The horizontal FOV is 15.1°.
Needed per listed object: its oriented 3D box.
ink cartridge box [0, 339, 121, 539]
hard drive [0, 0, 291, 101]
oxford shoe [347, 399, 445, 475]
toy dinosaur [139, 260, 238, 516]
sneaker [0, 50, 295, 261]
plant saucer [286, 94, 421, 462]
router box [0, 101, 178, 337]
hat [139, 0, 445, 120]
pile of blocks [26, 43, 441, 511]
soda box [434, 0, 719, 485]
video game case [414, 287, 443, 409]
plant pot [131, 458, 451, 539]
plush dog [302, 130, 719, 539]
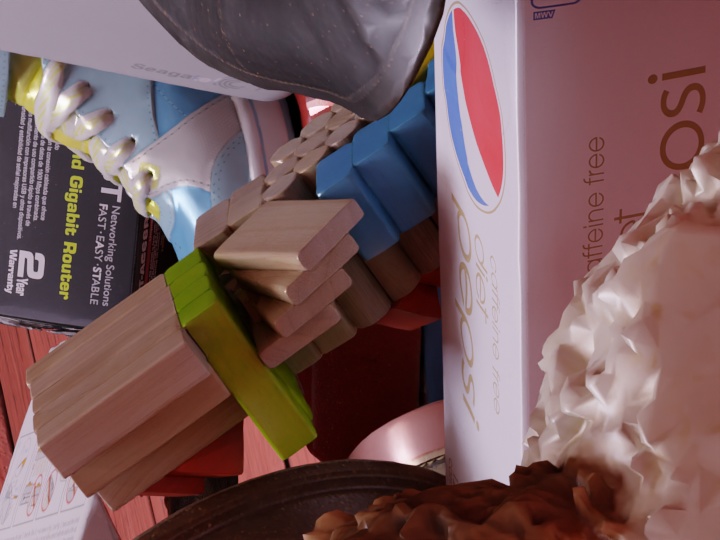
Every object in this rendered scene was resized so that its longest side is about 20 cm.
[{"bbox_3d":[-0.099,0.119,0.922,0.162,0.050,0.201,-23,47,68],"label":"ink cartridge box"},{"bbox_3d":[-0.039,-0.096,0.767,0.200,0.131,0.026,153,123,-62],"label":"hard drive"},{"bbox_3d":[0.018,0.110,0.923,0.200,0.070,0.074,107,147,-65],"label":"oxford shoe"},{"bbox_3d":[-0.060,0.067,0.928,0.088,0.047,0.201,121,153,-43],"label":"toy dinosaur"},{"bbox_3d":[-0.094,-0.053,0.906,0.080,0.130,0.201,117,140,-69],"label":"sneaker"},{"bbox_3d":[-0.023,-0.044,0.978,0.200,0.036,0.201,-115,19,-47],"label":"plant saucer"},{"bbox_3d":[-0.091,-0.086,1.049,0.150,0.062,0.202,-48,-35,-76],"label":"router box"},{"bbox_3d":[-0.010,-0.132,0.573,0.201,0.081,0.201,51,155,35],"label":"hat"},{"bbox_3d":[0.000,0.000,0.717,0.062,0.200,0.082,53,159,-20],"label":"pile of blocks"},{"bbox_3d":[0.057,-0.015,0.664,0.068,0.063,0.201,-120,24,-56],"label":"soda box"},{"bbox_3d":[0.001,-0.031,1.001,0.200,0.018,0.144,-125,27,-62],"label":"video game case"},{"bbox_3d":[0.020,0.184,0.691,0.198,0.199,0.201,40,142,45],"label":"plant pot"},{"bbox_3d":[0.087,0.049,0.450,0.172,0.159,0.201,50,-157,-66],"label":"plush dog"}]
